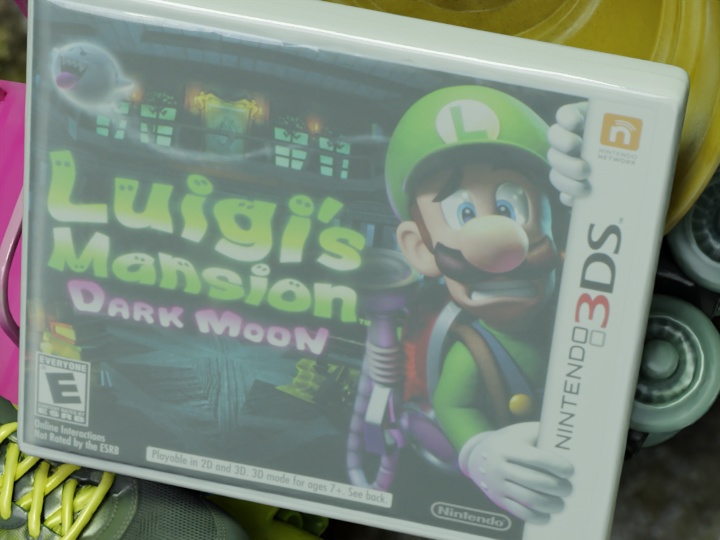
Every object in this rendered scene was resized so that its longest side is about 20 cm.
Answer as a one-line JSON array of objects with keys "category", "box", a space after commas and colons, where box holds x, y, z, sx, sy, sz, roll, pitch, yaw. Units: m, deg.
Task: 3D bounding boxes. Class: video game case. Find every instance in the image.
[{"category": "video game case", "box": [-0.009, 0.001, 0.886, 0.199, 0.023, 0.182, 11, 124, 8]}]

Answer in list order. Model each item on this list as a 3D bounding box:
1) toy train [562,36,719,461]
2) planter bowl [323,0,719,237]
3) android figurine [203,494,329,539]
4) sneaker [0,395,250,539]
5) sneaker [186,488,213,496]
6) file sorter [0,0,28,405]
[{"category": "toy train", "box": [0.091, -0.027, 0.951, 0.114, 0.085, 0.200, 30, 84, 3]}, {"category": "planter bowl", "box": [0.024, -0.092, 0.882, 0.200, 0.084, 0.201, 6, 123, 10]}, {"category": "android figurine", "box": [-0.097, 0.105, 1.028, 0.200, 0.041, 0.182, 23, 63, 36]}, {"category": "sneaker", "box": [-0.128, 0.080, 0.974, 0.199, 0.085, 0.075, 12, 57, 30]}, {"category": "sneaker", "box": [0.000, 0.000, 1.000, 0.089, 0.079, 0.200, 35, 83, 4]}, {"category": "file sorter", "box": [-0.172, -0.035, 1.036, 0.199, 0.125, 0.139, 10, 67, 22]}]
